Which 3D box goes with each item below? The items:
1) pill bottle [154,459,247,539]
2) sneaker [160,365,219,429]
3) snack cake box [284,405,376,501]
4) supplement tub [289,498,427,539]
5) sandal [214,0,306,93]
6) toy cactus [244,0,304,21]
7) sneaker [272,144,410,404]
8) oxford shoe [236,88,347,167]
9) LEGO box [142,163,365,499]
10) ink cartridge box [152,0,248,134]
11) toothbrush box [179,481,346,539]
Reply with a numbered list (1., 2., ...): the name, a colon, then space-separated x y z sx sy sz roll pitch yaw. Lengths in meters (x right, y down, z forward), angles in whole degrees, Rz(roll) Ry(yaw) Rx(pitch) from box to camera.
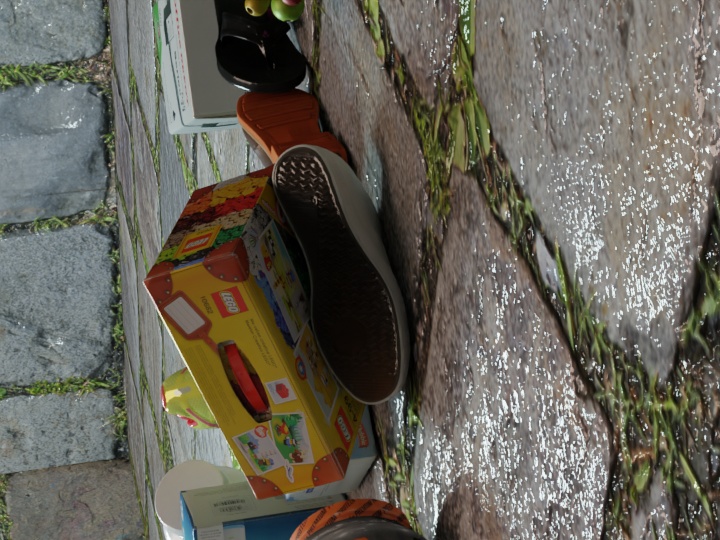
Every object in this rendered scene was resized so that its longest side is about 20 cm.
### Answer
1. pill bottle: -0.128 0.258 1.706 0.200 0.104 0.104 55 -164 -55
2. sneaker: -0.126 0.109 1.565 0.200 0.090 0.078 42 -147 -73
3. snack cake box: -0.044 0.086 1.484 0.115 0.067 0.200 111 150 -66
4. supplement tub: 0.015 0.261 1.192 0.200 0.122 0.123 -112 20 -49
5. sandal: -0.099 -0.219 1.543 0.200 0.075 0.048 -113 16 -52
6. toy cactus: -0.077 -0.279 1.418 0.165 0.102 0.200 90 161 -71
7. sneaker: 0.000 0.000 1.298 0.085 0.073 0.200 -5 -102 -68
8. oxford shoe: -0.061 -0.097 1.462 0.200 0.071 0.073 -117 19 -57
9. LEGO box: -0.071 0.045 1.298 0.149 0.077 0.200 -72 -39 -59
10. ink cartridge box: -0.155 -0.221 1.776 0.200 0.083 0.147 178 85 -76
11. toothbrush box: -0.084 0.299 1.596 0.085 0.146 0.200 -127 33 -66
